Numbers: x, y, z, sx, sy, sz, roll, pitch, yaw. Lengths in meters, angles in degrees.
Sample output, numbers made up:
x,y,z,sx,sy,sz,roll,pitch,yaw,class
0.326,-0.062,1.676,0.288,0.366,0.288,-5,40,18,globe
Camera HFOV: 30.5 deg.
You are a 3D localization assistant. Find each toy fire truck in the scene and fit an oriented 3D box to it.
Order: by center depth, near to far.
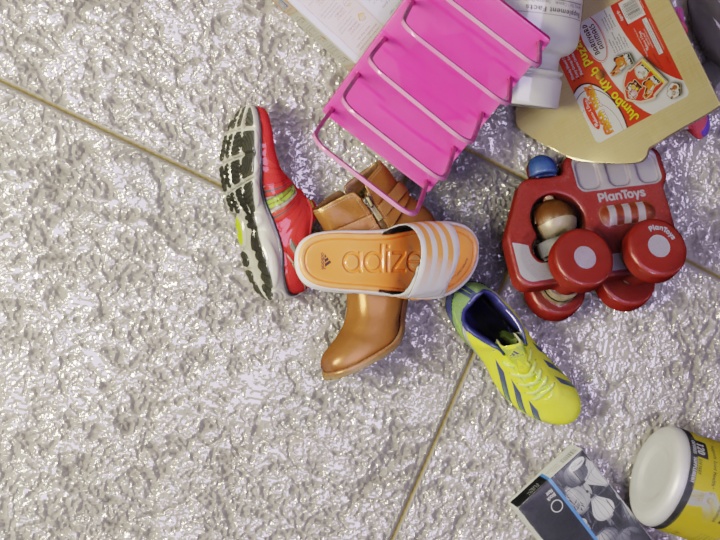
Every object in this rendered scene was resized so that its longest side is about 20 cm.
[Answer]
x,y,z,sx,sy,sz,roll,pitch,yaw,class
0.244,-0.047,1.410,0.199,0.112,0.169,-7,70,-13,toy fire truck

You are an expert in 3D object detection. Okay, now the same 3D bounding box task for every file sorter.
x,y,z,sx,sy,sz,roll,pitch,yaw,class
0.066,-0.174,1.271,0.139,0.126,0.200,36,113,-7,file sorter

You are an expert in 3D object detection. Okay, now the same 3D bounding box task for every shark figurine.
x,y,z,sx,sy,sz,roll,pitch,yaw,class
0.458,-0.235,1.453,0.213,0.089,0.129,10,91,-11,shark figurine

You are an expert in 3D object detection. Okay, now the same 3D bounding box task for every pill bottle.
x,y,z,sx,sy,sz,roll,pitch,yaw,class
0.172,-0.271,1.358,0.114,0.114,0.202,5,96,-13,pill bottle
0.404,0.250,1.444,0.199,0.112,0.113,19,88,-13,pill bottle

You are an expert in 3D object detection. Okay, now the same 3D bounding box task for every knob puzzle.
x,y,z,sx,sy,sz,roll,pitch,yaw,class
0.255,-0.201,1.400,0.218,0.030,0.221,-1,88,24,knob puzzle

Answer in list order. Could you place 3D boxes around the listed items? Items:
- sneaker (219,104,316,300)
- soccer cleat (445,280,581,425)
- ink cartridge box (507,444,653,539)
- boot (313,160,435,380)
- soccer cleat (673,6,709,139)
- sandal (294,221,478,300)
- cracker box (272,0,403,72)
x,y,z,sx,sy,sz,roll,pitch,yaw,class
-0.087,-0.072,1.350,0.084,0.077,0.201,-15,100,-31,sneaker
0.165,0.093,1.397,0.065,0.084,0.200,-44,101,-8,soccer cleat
0.260,0.299,1.451,0.099,0.039,0.200,-41,101,-9,ink cartridge box
0.000,0.000,1.347,0.200,0.077,0.156,-42,111,-14,boot
0.334,-0.238,1.431,0.076,0.067,0.201,-33,94,5,soccer cleat
0.037,-0.007,1.301,0.205,0.059,0.080,-4,91,-27,sandal
-0.003,-0.292,1.358,0.200,0.058,0.134,42,85,-10,cracker box
